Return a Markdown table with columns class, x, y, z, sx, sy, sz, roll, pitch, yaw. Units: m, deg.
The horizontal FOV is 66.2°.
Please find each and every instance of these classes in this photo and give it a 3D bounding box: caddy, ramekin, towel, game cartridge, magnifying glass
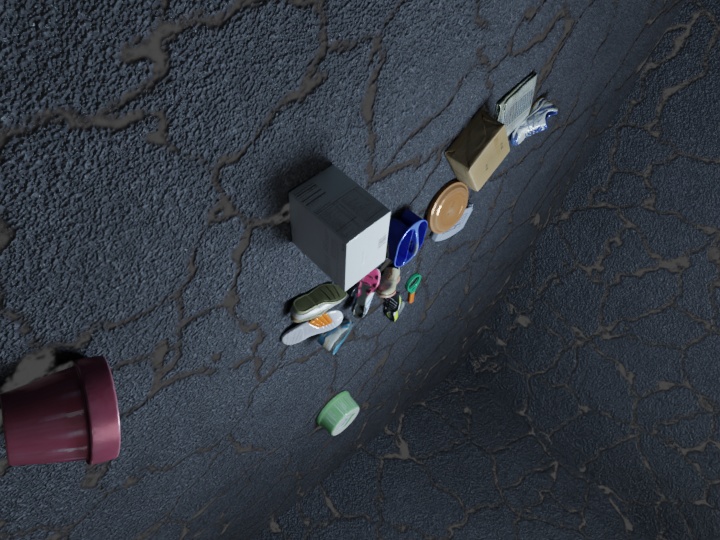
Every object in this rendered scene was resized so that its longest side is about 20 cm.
| class | x | y | z | sx | sy | sz | roll | pitch | yaw |
| --- | --- | --- | --- | --- | --- | --- | --- | --- | --- |
| caddy | 0.148 | -0.099 | 1.796 | 0.141 | 0.105 | 0.201 | -34 | 153 | -28 |
| ramekin | -0.097 | 0.659 | 2.533 | 0.200 | 0.098 | 0.201 | -39 | 155 | -22 |
| towel | 0.521 | -0.542 | 1.867 | 0.200 | 0.035 | 0.193 | -42 | 156 | -15 |
| game cartridge | 0.346 | -0.182 | 2.109 | 0.199 | 0.041 | 0.134 | -24 | 143 | -44 |
| magnifying glass | 0.215 | 0.077 | 2.296 | 0.079 | 0.022 | 0.201 | -39 | 153 | -22 |

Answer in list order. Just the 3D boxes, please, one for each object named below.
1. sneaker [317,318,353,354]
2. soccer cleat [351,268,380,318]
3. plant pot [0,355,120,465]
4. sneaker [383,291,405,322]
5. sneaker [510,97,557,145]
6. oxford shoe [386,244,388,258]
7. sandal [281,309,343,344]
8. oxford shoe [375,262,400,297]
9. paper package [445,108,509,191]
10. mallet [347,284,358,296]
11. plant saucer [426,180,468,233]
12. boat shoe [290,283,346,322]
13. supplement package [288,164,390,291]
| class | x | y | z | sx | sy | sz | roll | pitch | yaw |
| --- | --- | --- | --- | --- | --- | --- | --- | --- | --- |
| sneaker | -0.083 | 0.210 | 1.912 | 0.077 | 0.080 | 0.200 | -61 | 173 | 23 |
| soccer cleat | 0.015 | 0.068 | 1.890 | 0.086 | 0.069 | 0.201 | -71 | -178 | -67 |
| plant pot | -0.565 | 0.276 | 1.037 | 0.178 | 0.200 | 0.201 | -8 | 136 | -34 |
| sneaker | 0.140 | 0.127 | 2.190 | 0.081 | 0.074 | 0.200 | -46 | 165 | -23 |
| sneaker | 0.633 | -0.531 | 2.013 | 0.201 | 0.088 | 0.075 | -53 | 158 | 12 |
| oxford shoe | 0.050 | -0.087 | 1.674 | 0.073 | 0.084 | 0.200 | -45 | 155 | -2 |
| sandal | -0.157 | 0.162 | 1.735 | 0.205 | 0.059 | 0.080 | -22 | 134 | -9 |
| oxford shoe | 0.095 | 0.029 | 1.910 | 0.200 | 0.070 | 0.074 | -65 | 160 | -62 |
| paper package | 0.382 | -0.383 | 1.781 | 0.191 | 0.103 | 0.200 | -52 | 156 | 4 |
| mallet | 0.000 | 0.000 | 1.789 | 0.200 | 0.066 | 0.041 | -51 | 163 | -35 |
| plant saucer | 0.314 | -0.219 | 1.949 | 0.199 | 0.032 | 0.202 | -30 | 139 | -30 |
| boat shoe | -0.130 | 0.098 | 1.664 | 0.199 | 0.075 | 0.069 | -17 | 149 | -39 |
| supplement package | -0.051 | -0.102 | 1.326 | 0.147 | 0.200 | 0.192 | -37 | 155 | -25 |
